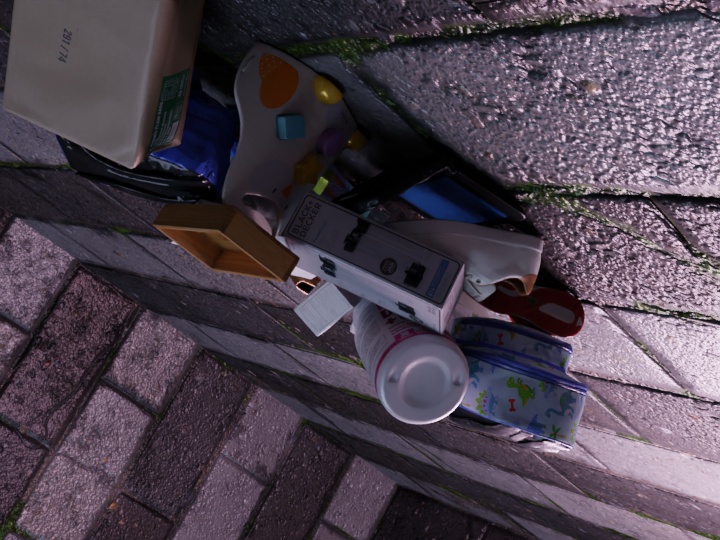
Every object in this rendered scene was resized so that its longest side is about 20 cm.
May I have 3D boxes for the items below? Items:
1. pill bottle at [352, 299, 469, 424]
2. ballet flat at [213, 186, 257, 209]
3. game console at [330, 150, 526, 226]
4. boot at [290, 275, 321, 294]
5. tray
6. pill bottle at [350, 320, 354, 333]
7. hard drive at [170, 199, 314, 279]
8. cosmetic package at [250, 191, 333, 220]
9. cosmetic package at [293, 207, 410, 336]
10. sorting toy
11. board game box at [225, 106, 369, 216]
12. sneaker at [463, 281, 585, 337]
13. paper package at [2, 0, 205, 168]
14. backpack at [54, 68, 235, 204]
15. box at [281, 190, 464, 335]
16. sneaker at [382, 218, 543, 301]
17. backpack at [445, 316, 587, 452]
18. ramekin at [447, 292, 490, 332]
[{"bbox_3d":[0.055,0.095,1.427,0.113,0.114,0.200,36,-171,-23],"label":"pill bottle"},{"bbox_3d":[-0.178,-0.074,1.530,0.071,0.072,0.200,30,159,0],"label":"ballet flat"},{"bbox_3d":[0.063,-0.064,1.359,0.117,0.175,0.200,62,158,-7],"label":"game console"},{"bbox_3d":[-0.132,-0.035,1.726,0.188,0.068,0.201,46,-170,-47],"label":"boot"},{"bbox_3d":[-0.156,-0.035,1.313,0.098,0.037,0.199,39,165,-27],"label":"tray"},{"bbox_3d":[0.087,0.110,1.879,0.199,0.111,0.111,28,165,8],"label":"pill bottle"},{"bbox_3d":[-0.130,-0.037,1.475,0.198,0.027,0.132,15,160,-22],"label":"hard drive"},{"bbox_3d":[-0.086,-0.067,1.575,0.150,0.052,0.200,29,165,-7],"label":"cosmetic package"},{"bbox_3d":[0.000,0.000,1.479,0.051,0.200,0.082,49,132,-5],"label":"cosmetic package"},{"bbox_3d":[-0.088,-0.121,1.321,0.106,0.181,0.200,22,164,28],"label":"sorting toy"},{"bbox_3d":[-0.094,-0.135,1.552,0.151,0.045,0.200,18,162,38],"label":"board game box"},{"bbox_3d":[0.188,0.038,1.521,0.199,0.079,0.116,32,164,-4],"label":"sneaker"},{"bbox_3d":[-0.275,-0.242,1.239,0.189,0.202,0.103,25,-151,15],"label":"paper package"},{"bbox_3d":[-0.250,-0.177,1.415,0.198,0.169,0.163,20,170,1],"label":"backpack"},{"bbox_3d":[0.016,-0.007,1.306,0.199,0.061,0.117,24,165,12],"label":"box"},{"bbox_3d":[0.118,-0.011,1.341,0.198,0.086,0.073,9,175,-13],"label":"sneaker"},{"bbox_3d":[0.188,0.141,1.469,0.182,0.148,0.200,19,177,-24],"label":"backpack"},{"bbox_3d":[0.106,0.096,1.637,0.199,0.201,0.097,37,129,-24],"label":"ramekin"}]
